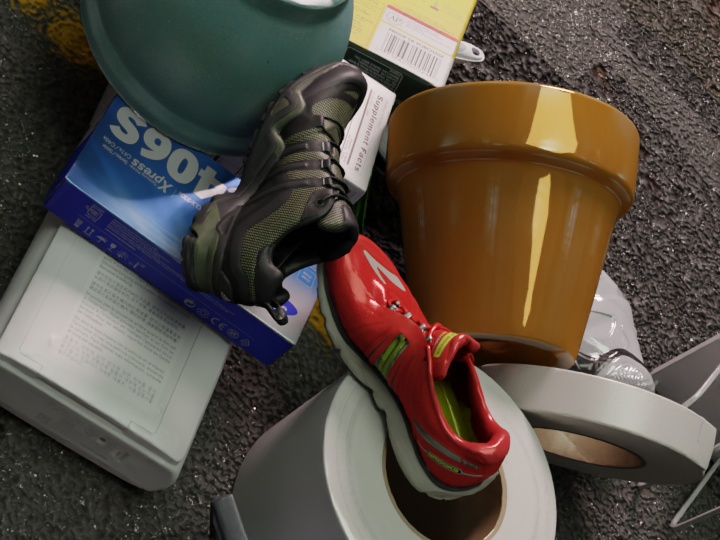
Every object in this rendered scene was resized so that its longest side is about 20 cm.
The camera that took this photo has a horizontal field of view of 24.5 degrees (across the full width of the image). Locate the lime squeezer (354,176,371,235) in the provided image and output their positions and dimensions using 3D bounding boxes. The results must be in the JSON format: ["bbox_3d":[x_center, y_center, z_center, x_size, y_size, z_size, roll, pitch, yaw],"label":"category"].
[{"bbox_3d":[0.000,0.000,1.330,0.037,0.071,0.201,6,38,-14],"label":"lime squeezer"}]

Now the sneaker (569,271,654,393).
[{"bbox_3d":[0.159,0.049,1.416,0.198,0.075,0.116,18,48,-22],"label":"sneaker"}]

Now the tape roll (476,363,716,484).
[{"bbox_3d":[0.176,0.122,1.297,0.201,0.202,0.037,24,73,-24],"label":"tape roll"}]

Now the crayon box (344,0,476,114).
[{"bbox_3d":[0.028,-0.220,1.408,0.126,0.051,0.201,27,44,-4],"label":"crayon box"}]

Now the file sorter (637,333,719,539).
[{"bbox_3d":[0.328,0.172,1.426,0.201,0.139,0.124,51,51,-1],"label":"file sorter"}]

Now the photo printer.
[{"bbox_3d":[-0.170,0.033,1.181,0.166,0.069,0.201,33,50,-17],"label":"photo printer"}]

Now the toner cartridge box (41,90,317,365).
[{"bbox_3d":[-0.118,-0.029,1.178,0.199,0.043,0.095,36,50,-14],"label":"toner cartridge box"}]

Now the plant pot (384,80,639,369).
[{"bbox_3d":[0.112,-0.022,1.282,0.199,0.200,0.185,15,71,-29],"label":"plant pot"}]

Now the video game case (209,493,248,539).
[{"bbox_3d":[-0.061,0.257,1.094,0.019,0.143,0.202,-18,75,-11],"label":"video game case"}]

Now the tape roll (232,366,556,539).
[{"bbox_3d":[0.024,0.173,1.199,0.201,0.139,0.205,18,55,-27],"label":"tape roll"}]

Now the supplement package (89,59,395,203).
[{"bbox_3d":[-0.090,-0.126,1.301,0.199,0.109,0.114,32,50,-17],"label":"supplement package"}]

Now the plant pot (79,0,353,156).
[{"bbox_3d":[-0.082,-0.203,1.185,0.199,0.134,0.202,19,54,-28],"label":"plant pot"}]

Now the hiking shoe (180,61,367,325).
[{"bbox_3d":[-0.035,-0.052,1.134,0.100,0.076,0.201,25,69,18],"label":"hiking shoe"}]

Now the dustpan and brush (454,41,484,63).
[{"bbox_3d":[0.015,-0.201,1.454,0.198,0.057,0.141,13,58,-30],"label":"dustpan and brush"}]

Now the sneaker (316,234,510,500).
[{"bbox_3d":[0.043,0.054,1.128,0.077,0.085,0.201,-20,76,-42],"label":"sneaker"}]

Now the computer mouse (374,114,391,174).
[{"bbox_3d":[0.055,-0.092,1.405,0.200,0.044,0.110,45,65,-16],"label":"computer mouse"}]
